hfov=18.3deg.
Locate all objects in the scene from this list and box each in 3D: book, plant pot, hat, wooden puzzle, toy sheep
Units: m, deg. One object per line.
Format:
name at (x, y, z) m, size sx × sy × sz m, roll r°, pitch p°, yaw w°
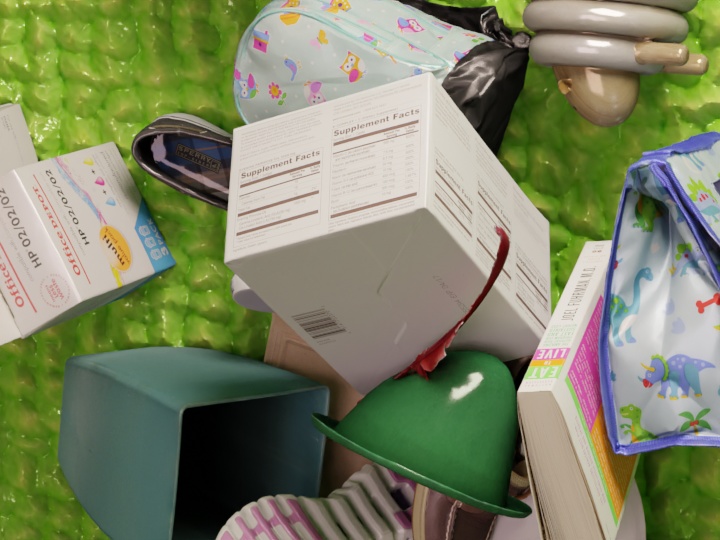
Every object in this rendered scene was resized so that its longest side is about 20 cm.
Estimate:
book at (0.161, 0.085, 1.560) m, size 0.048 × 0.200 × 0.135 m, roll -4°, pitch 117°, yaw 23°
plant pot at (-0.143, 0.133, 1.739) m, size 0.199 × 0.140 × 0.143 m, roll 24°, pitch 112°, yaw 48°
hat at (0.077, 0.060, 1.537) m, size 0.200 × 0.165 × 0.177 m, roll 25°, pitch 93°, yaw 61°
wooden puzzle at (0.000, 0.138, 1.754) m, size 0.184 × 0.037 × 0.202 m, roll 18°, pitch 112°, yaw 19°
toy sheep at (0.176, -0.201, 1.555) m, size 0.137 × 0.138 × 0.202 m, roll 6°, pitch 88°, yaw 22°

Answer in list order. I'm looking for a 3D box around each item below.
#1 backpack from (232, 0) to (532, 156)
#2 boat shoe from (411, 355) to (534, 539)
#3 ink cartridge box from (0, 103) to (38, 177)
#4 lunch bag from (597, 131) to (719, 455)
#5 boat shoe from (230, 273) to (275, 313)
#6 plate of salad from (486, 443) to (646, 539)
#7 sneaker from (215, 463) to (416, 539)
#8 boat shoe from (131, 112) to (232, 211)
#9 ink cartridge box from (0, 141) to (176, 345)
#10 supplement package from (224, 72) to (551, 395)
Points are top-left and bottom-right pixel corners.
backpack at (0.008, -0.135, 1.641) m, size 0.199 × 0.126 × 0.168 m, roll 29°, pitch 114°, yaw 19°
boat shoe at (0.092, 0.149, 1.653) m, size 0.072 × 0.072 × 0.202 m, roll 17°, pitch 100°, yaw 37°
ink cartridge box at (-0.364, -0.063, 1.778) m, size 0.145 × 0.200 × 0.083 m, roll -12°, pitch 100°, yaw 25°
lunch bag at (0.236, 0.010, 1.546) m, size 0.126 × 0.170 × 0.202 m, roll -7°, pitch 96°, yaw 25°
boat shoe at (0.000, 0.000, 1.698) m, size 0.198 × 0.069 × 0.057 m, roll 3°, pitch 67°, yaw 6°
plate of salad at (0.145, 0.210, 1.668) m, size 0.199 × 0.048 × 0.202 m, roll -15°, pitch 70°, yaw 47°
sneaker at (-0.032, 0.209, 1.672) m, size 0.081 × 0.199 × 0.089 m, roll 57°, pitch 137°, yaw 21°
boat shoe at (-0.088, -0.071, 1.728) m, size 0.199 × 0.066 × 0.070 m, roll 25°, pitch 110°, yaw 16°
ink cartridge box at (-0.236, -0.022, 1.729) m, size 0.068 × 0.200 × 0.116 m, roll -29°, pitch 89°, yaw 25°
supplement package at (0.022, -0.020, 1.533) m, size 0.155 × 0.200 × 0.112 m, roll -14°, pitch 54°, yaw 24°
